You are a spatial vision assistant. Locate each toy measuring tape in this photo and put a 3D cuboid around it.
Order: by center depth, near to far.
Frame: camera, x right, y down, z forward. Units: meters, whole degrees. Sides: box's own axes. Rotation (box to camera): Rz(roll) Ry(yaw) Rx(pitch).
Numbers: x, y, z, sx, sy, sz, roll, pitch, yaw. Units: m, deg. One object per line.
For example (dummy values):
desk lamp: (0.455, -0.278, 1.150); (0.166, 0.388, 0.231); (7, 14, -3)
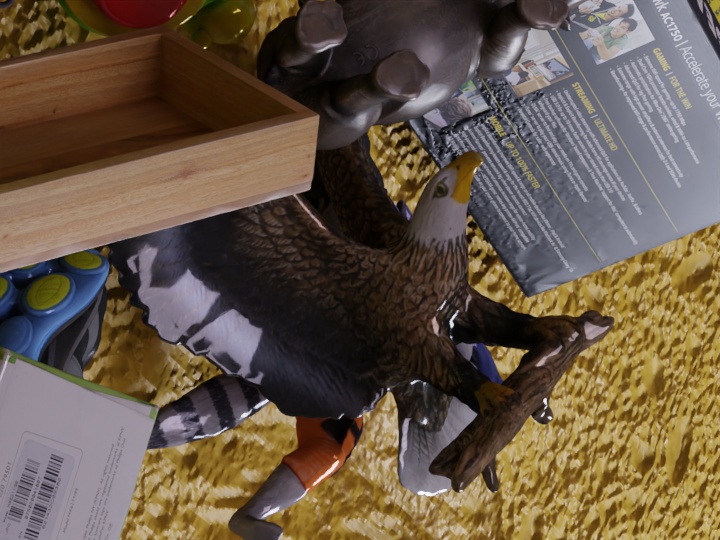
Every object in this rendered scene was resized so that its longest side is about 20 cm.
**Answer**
toy measuring tape: (-0.118, -0.150, 1.101); (0.200, 0.073, 0.074); (41, 65, -32)

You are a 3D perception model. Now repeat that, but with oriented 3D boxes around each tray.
tray: (-0.123, -0.041, 1.020); (0.200, 0.099, 0.037); (-17, 126, -38)

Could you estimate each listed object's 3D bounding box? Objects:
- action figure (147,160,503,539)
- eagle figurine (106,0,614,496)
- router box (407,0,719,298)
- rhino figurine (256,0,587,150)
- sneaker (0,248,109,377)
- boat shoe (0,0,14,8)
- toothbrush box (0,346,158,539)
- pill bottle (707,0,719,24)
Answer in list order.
action figure: (-0.030, 0.011, 1.258); (0.193, 0.104, 0.201); (-34, 96, -51)
eagle figurine: (0.004, -0.006, 1.164); (0.151, 0.200, 0.152); (-56, 168, 4)
router box: (0.106, -0.083, 1.336); (0.200, 0.149, 0.051); (53, 21, -45)
rhino figurine: (0.041, -0.104, 1.113); (0.200, 0.087, 0.060); (-26, 87, -31)
sneaker: (-0.138, 0.056, 1.072); (0.200, 0.070, 0.083); (-87, 177, -53)
boat shoe: (-0.155, -0.129, 1.014); (0.200, 0.062, 0.075); (-45, 136, -8)
toothbrush box: (-0.186, 0.087, 0.948); (0.086, 0.199, 0.146); (25, 80, -52)
pill bottle: (0.155, -0.128, 1.417); (0.113, 0.112, 0.200); (-61, 140, -22)
